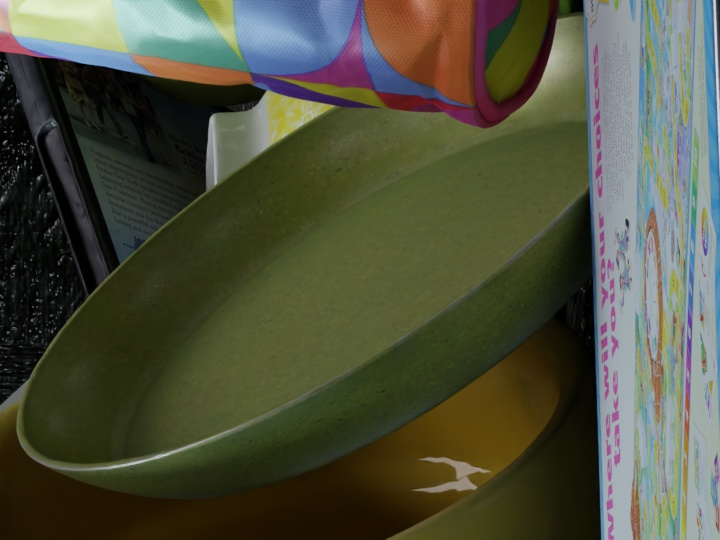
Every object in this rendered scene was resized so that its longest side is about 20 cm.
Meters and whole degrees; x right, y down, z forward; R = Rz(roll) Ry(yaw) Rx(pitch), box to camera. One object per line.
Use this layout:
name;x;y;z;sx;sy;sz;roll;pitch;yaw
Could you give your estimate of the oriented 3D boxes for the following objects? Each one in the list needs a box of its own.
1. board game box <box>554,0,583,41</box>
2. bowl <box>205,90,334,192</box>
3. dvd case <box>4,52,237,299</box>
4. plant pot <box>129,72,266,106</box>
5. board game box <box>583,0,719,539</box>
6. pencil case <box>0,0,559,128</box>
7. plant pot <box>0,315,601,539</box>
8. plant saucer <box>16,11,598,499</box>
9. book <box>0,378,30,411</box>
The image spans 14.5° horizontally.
board game box;-0.032;-0.114;0.811;0.096;0.199;0.030;74;-149;-56
bowl;0.001;-0.014;0.981;0.200;0.107;0.202;179;90;-85
dvd case;-0.055;0.004;1.040;0.018;0.142;0.201;-39;53;24
plant pot;-0.058;-0.149;0.996;0.200;0.186;0.188;83;-177;-59
board game box;0.077;0.000;0.597;0.134;0.034;0.201;124;145;-79
pencil case;-0.045;-0.093;0.745;0.088;0.199;0.089;12;-90;-74
plant pot;-0.012;0.131;0.790;0.201;0.200;0.190;-109;3;-72
plant saucer;0.000;0.000;0.749;0.031;0.199;0.200;58;-175;-19
book;-0.077;0.132;0.981;0.200;0.134;0.048;39;153;19
